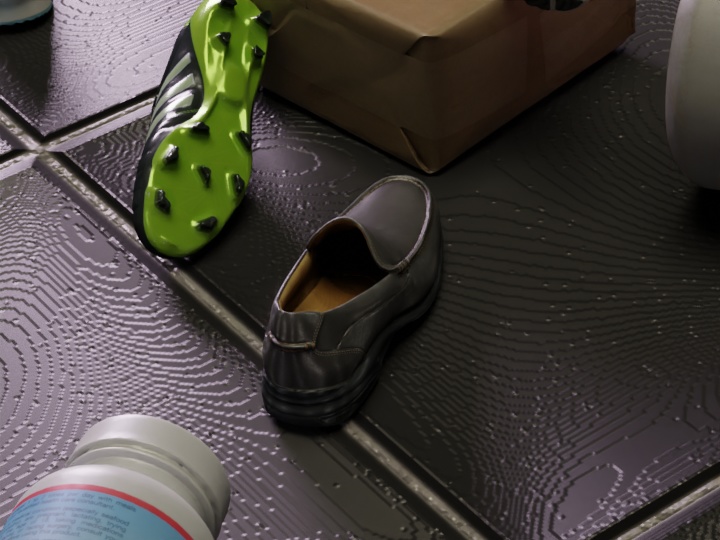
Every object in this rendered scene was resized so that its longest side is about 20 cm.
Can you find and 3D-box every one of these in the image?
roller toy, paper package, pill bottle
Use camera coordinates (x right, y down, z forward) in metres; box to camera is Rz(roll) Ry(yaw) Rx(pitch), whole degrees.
[{"bbox_3d":[0.270,-0.124,1.322,0.139,0.200,0.183,15,71,23],"label":"roller toy"},{"bbox_3d":[0.045,-0.178,1.472,0.190,0.104,0.200,28,49,35],"label":"paper package"},{"bbox_3d":[-0.128,0.163,1.048,0.108,0.109,0.200,7,40,14],"label":"pill bottle"}]

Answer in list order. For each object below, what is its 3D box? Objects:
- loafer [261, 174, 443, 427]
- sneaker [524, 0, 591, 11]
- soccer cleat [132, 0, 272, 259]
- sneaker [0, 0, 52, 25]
[{"bbox_3d":[0.000,0.000,1.273,0.072,0.073,0.200,7,39,15],"label":"loafer"},{"bbox_3d":[0.109,-0.228,1.389,0.084,0.077,0.200,-13,39,-20],"label":"sneaker"},{"bbox_3d":[-0.103,-0.083,1.402,0.067,0.081,0.201,28,54,-21],"label":"soccer cleat"},{"bbox_3d":[-0.262,-0.255,1.616,0.076,0.081,0.200,-15,38,-12],"label":"sneaker"}]
